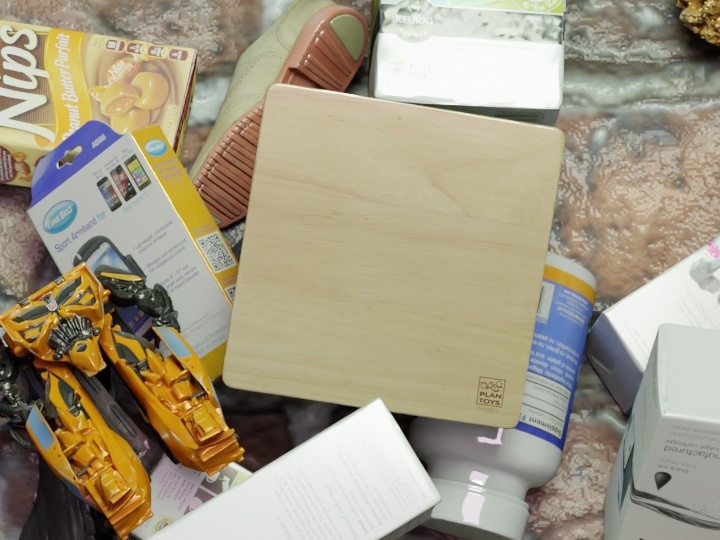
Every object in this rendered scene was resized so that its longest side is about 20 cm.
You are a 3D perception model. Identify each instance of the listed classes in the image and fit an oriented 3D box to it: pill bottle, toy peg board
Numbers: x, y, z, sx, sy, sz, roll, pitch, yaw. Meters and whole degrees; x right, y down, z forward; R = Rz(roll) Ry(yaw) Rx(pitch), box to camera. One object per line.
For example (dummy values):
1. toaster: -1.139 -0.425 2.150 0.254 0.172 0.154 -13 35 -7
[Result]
1. pill bottle: 0.097 0.090 1.377 0.111 0.112 0.201 13 77 1
2. toy peg board: 0.020 -0.012 1.299 0.198 0.098 0.201 9 94 -3

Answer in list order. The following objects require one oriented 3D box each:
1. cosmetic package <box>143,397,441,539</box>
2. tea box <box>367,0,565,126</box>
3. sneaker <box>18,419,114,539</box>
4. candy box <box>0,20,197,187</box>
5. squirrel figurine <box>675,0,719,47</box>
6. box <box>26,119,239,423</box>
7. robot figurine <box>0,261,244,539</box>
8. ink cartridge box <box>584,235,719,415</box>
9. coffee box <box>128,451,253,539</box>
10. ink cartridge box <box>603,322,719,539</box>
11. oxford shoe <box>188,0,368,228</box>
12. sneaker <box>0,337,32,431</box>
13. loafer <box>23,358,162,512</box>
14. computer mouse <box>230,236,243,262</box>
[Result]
1. cosmetic package: -0.054 0.172 1.237 0.199 0.113 0.081 -32 80 -8
2. tea box: 0.074 -0.182 1.396 0.132 0.200 0.198 3 77 -1
3. sneaker: -0.217 0.205 1.361 0.090 0.076 0.201 -12 73 5
4. candy box: -0.228 -0.120 1.428 0.198 0.055 0.116 9 54 -1
5. squirrel figurine: 0.337 -0.222 1.467 0.198 0.141 0.188 -10 87 10
6. box: -0.153 -0.007 1.359 0.119 0.041 0.201 -32 84 32
7. robot figurine: -0.169 0.074 1.275 0.145 0.058 0.200 -34 57 -13
8. ink cartridge box: 0.265 0.017 1.399 0.199 0.115 0.068 -32 80 -10
9. coffee box: -0.059 0.201 1.343 0.199 0.114 0.080 29 77 6
10. ink cartridge box: 0.255 0.138 1.317 0.145 0.201 0.086 8 46 0
11. oxford shoe: -0.074 -0.120 1.455 0.200 0.071 0.074 -52 43 -3
12. sneaker: -0.317 0.046 1.395 0.077 0.081 0.200 -44 62 -9
13. loafer: -0.189 0.084 1.355 0.063 0.072 0.200 -37 47 7
14. computer mouse: -0.111 0.001 1.426 0.200 0.046 0.141 -41 87 1
